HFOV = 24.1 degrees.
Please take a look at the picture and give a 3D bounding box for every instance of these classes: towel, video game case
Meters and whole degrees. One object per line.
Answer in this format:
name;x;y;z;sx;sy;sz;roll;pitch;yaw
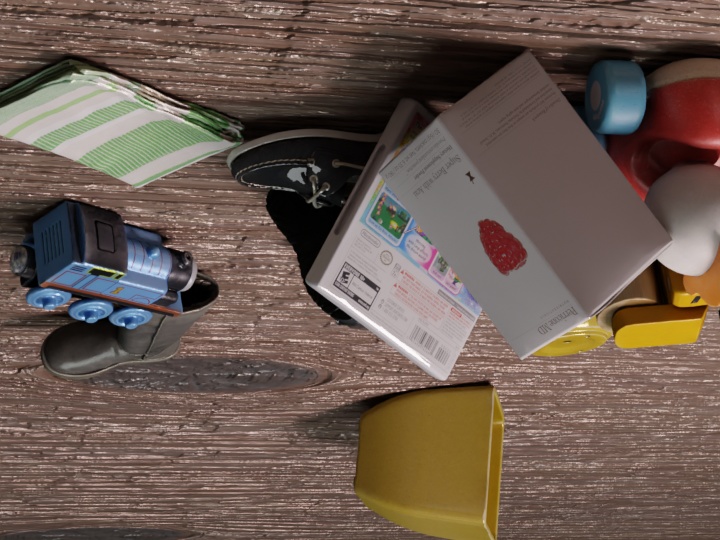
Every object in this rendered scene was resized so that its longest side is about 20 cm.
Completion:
towel;-0.217;-0.121;1.438;0.151;0.024;0.199;-18;157;37
video game case;0.057;-0.024;1.490;0.024;0.183;0.200;18;166;46

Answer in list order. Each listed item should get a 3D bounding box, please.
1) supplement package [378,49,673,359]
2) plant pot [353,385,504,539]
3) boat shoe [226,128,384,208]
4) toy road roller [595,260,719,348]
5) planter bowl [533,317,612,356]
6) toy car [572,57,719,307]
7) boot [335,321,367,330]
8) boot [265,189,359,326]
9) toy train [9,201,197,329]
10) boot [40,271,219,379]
supplement package;0.135;-0.052;1.389;0.119;0.201;0.121;-37;179;-31
plant pot;0.097;0.276;2.407;0.197;0.197;0.196;2;162;11
boat shoe;-0.020;-0.085;1.501;0.197;0.061;0.074;-2;161;-21
toy road roller;0.335;-0.013;1.721;0.197;0.124;0.147;-7;147;1
planter bowl;0.227;0.046;1.893;0.198;0.085;0.201;-7;163;-2
toy car;0.275;-0.061;1.433;0.182;0.203;0.177;2;160;-14
boot;0.011;0.028;1.840;0.198;0.070;0.174;3;159;-24
boot;0.000;0.001;1.595;0.073;0.199;0.162;-42;139;8
toy train;-0.252;-0.001;1.687;0.114;0.088;0.199;-26;151;36
boot;-0.260;0.061;1.881;0.180;0.073;0.200;-12;171;-19
